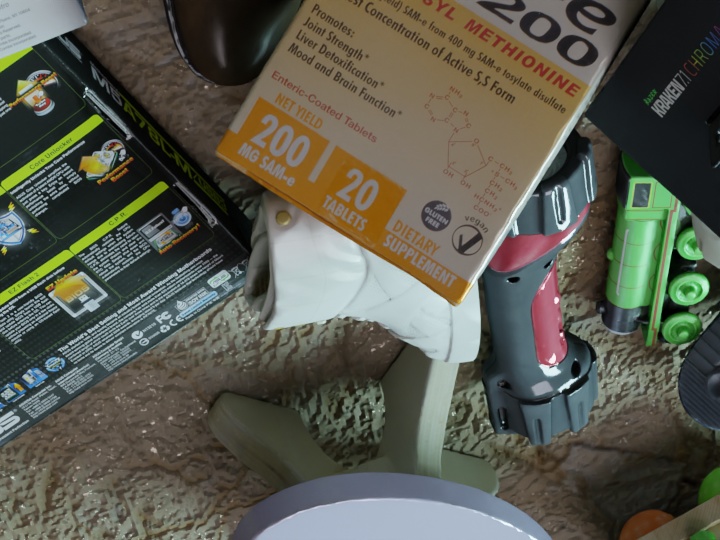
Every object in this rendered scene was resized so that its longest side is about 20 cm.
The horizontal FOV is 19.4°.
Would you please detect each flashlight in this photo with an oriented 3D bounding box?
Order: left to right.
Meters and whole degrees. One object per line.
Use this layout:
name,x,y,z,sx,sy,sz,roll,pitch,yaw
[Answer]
flashlight,0.096,0.007,1.106,0.068,0.067,0.201,-53,147,-32

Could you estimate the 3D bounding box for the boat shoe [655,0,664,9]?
boat shoe,0.158,-0.161,0.965,0.057,0.067,0.201,-23,121,-1

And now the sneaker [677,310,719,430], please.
sneaker,0.254,0.011,1.169,0.200,0.070,0.082,-39,171,2

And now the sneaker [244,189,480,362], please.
sneaker,0.000,0.000,1.041,0.115,0.074,0.200,-10,157,2

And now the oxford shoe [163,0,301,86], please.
oxford shoe,-0.042,-0.154,0.905,0.072,0.085,0.201,-1,131,-19

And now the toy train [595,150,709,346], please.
toy train,0.160,-0.038,1.103,0.056,0.042,0.201,-1,130,-5

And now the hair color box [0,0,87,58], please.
hair color box,-0.194,-0.173,0.854,0.098,0.061,0.201,-21,133,0

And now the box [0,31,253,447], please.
box,-0.178,-0.012,1.009,0.199,0.048,0.193,-33,129,13

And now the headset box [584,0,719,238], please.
headset box,0.196,-0.122,0.850,0.200,0.093,0.174,-46,175,-23

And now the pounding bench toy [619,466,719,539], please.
pounding bench toy,0.217,0.194,1.207,0.124,0.157,0.200,-29,163,7

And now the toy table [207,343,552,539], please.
toy table,0.011,0.133,1.148,0.199,0.118,0.184,30,116,-35

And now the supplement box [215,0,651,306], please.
supplement box,0.044,-0.103,0.900,0.125,0.074,0.201,31,95,4

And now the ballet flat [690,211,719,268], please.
ballet flat,0.204,-0.037,1.052,0.199,0.068,0.073,-15,134,-55
